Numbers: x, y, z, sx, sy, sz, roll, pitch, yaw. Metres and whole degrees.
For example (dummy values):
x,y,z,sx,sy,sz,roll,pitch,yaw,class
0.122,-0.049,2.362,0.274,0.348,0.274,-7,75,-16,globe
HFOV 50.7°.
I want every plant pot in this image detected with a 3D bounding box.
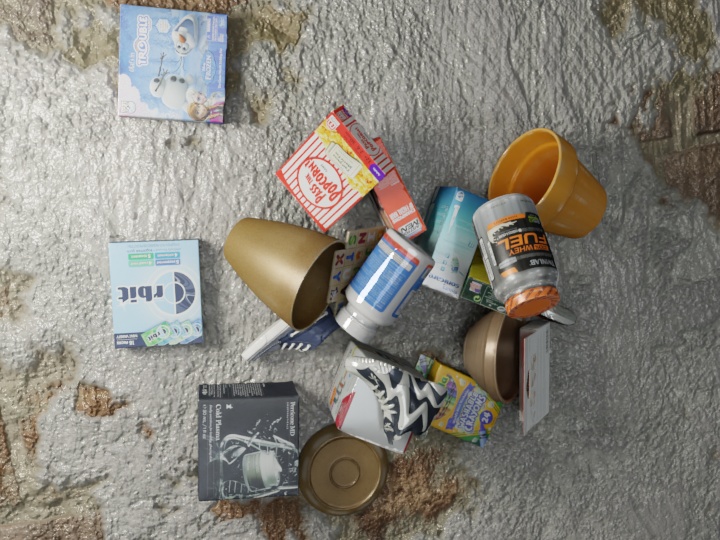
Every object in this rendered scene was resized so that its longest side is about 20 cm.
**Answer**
x,y,z,sx,sy,sz,roll,pitch,yaw,class
-0.034,0.419,1.585,0.197,0.027,0.204,-1,95,-11,plant pot
0.270,0.165,1.561,0.091,0.200,0.204,4,97,29,plant pot
0.390,-0.155,1.533,0.182,0.200,0.202,24,91,-28,plant pot
-0.154,-0.015,1.438,0.198,0.186,0.188,28,91,20,plant pot

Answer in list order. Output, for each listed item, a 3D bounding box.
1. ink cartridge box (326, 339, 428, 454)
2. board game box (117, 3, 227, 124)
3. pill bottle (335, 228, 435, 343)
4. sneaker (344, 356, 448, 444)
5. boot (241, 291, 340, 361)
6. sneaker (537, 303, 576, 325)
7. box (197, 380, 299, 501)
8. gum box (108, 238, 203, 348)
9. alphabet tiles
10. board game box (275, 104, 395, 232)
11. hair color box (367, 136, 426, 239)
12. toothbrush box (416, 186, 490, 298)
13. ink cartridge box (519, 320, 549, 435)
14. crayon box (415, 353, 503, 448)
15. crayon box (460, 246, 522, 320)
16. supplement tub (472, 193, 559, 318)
x,y,z,sx,sy,sz,roll,pitch,yaw,class
0.030,0.241,1.492,0.143,0.200,0.147,22,91,-10,ink cartridge box
-0.352,-0.385,1.430,0.196,0.043,0.203,2,96,-10,board game box
0.041,0.032,1.418,0.112,0.112,0.201,35,97,-12,pill bottle
0.049,0.238,1.351,0.197,0.079,0.131,24,81,-20,sneaker
-0.135,0.136,1.511,0.199,0.073,0.091,-39,96,-5,boot
0.381,0.048,1.604,0.198,0.076,0.093,25,87,-13,sneaker
-0.222,0.331,1.493,0.193,0.124,0.203,-1,96,-13,box
-0.393,0.043,1.467,0.167,0.045,0.203,-3,96,-11,gum box
0.000,0.000,1.476,0.006,0.199,0.169,18,107,30,alphabet tiles
-0.050,-0.188,1.435,0.152,0.046,0.200,49,130,-2,board game box
0.050,-0.157,1.497,0.063,0.111,0.202,-30,100,-5,hair color box
0.172,-0.059,1.513,0.084,0.146,0.203,20,91,-12,toothbrush box
0.348,0.218,1.570,0.043,0.173,0.203,3,99,31,ink cartridge box
0.194,0.275,1.601,0.198,0.052,0.127,24,91,-12,crayon box
0.274,0.013,1.504,0.125,0.200,0.051,21,118,5,crayon box
0.282,-0.025,1.367,0.121,0.123,0.203,-10,66,-9,supplement tub
